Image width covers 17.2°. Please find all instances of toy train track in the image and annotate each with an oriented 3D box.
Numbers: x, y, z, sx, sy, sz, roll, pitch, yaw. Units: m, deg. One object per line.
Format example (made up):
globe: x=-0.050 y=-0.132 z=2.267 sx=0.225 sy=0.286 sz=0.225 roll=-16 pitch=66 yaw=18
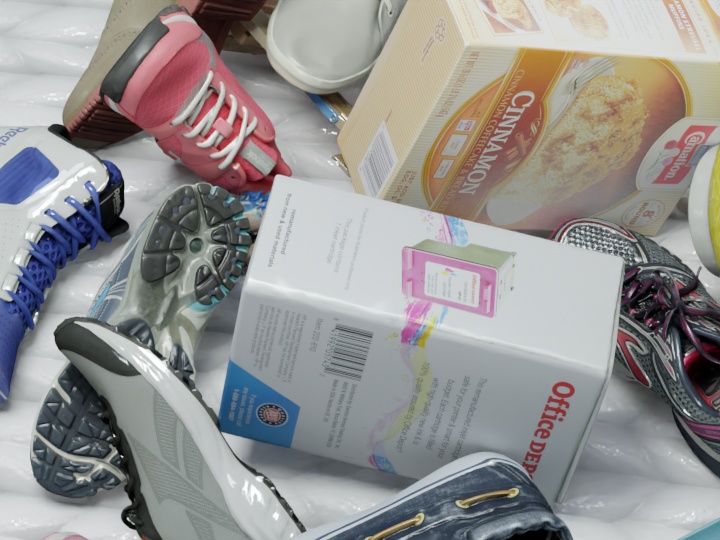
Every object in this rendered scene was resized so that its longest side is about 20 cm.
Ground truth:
toy train track: x=-0.017 y=-0.086 z=1.470 sx=0.200 sy=0.033 sz=0.115 roll=48 pitch=26 yaw=16

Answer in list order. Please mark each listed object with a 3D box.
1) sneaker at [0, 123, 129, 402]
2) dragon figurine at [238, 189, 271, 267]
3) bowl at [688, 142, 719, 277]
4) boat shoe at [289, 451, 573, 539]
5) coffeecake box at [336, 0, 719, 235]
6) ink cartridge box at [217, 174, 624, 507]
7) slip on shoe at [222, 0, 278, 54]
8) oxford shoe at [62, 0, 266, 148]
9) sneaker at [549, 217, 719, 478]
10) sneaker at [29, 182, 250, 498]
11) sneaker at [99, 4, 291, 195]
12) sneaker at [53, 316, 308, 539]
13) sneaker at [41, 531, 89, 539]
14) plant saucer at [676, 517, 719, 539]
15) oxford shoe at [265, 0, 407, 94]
sneaker: x=-0.198 y=-0.022 z=1.433 sx=0.115 sy=0.081 sz=0.200 roll=-8 pitch=52 yaw=5
dragon figurine: x=0.000 y=0.000 z=1.419 sx=0.200 sy=0.059 sz=0.099 roll=2 pitch=54 yaw=7
bowl: x=0.254 y=-0.036 z=1.370 sx=0.108 sy=0.200 sz=0.200 roll=1 pitch=48 yaw=40
boat shoe: x=0.014 y=0.169 z=1.253 sx=0.200 sy=0.071 sz=0.091 roll=-32 pitch=23 yaw=-6
coffeecake box: x=0.110 y=-0.097 z=1.384 sx=0.200 sy=0.154 sz=0.073 roll=1 pitch=50 yaw=-26
ink cartridge box: x=0.033 y=0.043 z=1.310 sx=0.200 sy=0.145 sz=0.085 roll=15 pitch=52 yaw=0
slip on shoe: x=-0.057 y=-0.168 z=1.550 sx=0.200 sy=0.061 sz=0.076 roll=6 pitch=59 yaw=-14
oxford shoe: x=-0.126 y=-0.155 z=1.480 sx=0.200 sy=0.070 sz=0.075 roll=-44 pitch=62 yaw=27
sneaker: x=0.181 y=0.033 z=1.365 sx=0.081 sy=0.075 sz=0.200 roll=-40 pitch=58 yaw=-8
sneaker: x=-0.131 y=0.044 z=1.396 sx=0.078 sy=0.086 sz=0.200 roll=33 pitch=78 yaw=-15
sneaker: x=-0.086 y=-0.094 z=1.417 sx=0.087 sy=0.200 sz=0.074 roll=37 pitch=88 yaw=17
sneaker: x=-0.107 y=0.109 z=1.306 sx=0.079 sy=0.074 sz=0.200 roll=-38 pitch=86 yaw=-10
sneaker: x=-0.102 y=0.208 z=1.237 sx=0.088 sy=0.081 sz=0.200 roll=-47 pitch=66 yaw=21
plant saucer: x=0.206 y=0.161 z=1.299 sx=0.200 sy=0.019 sz=0.070 roll=-26 pitch=32 yaw=-14
oxford shoe: x=0.003 y=-0.179 z=1.495 sx=0.075 sy=0.058 sz=0.200 roll=38 pitch=47 yaw=2
